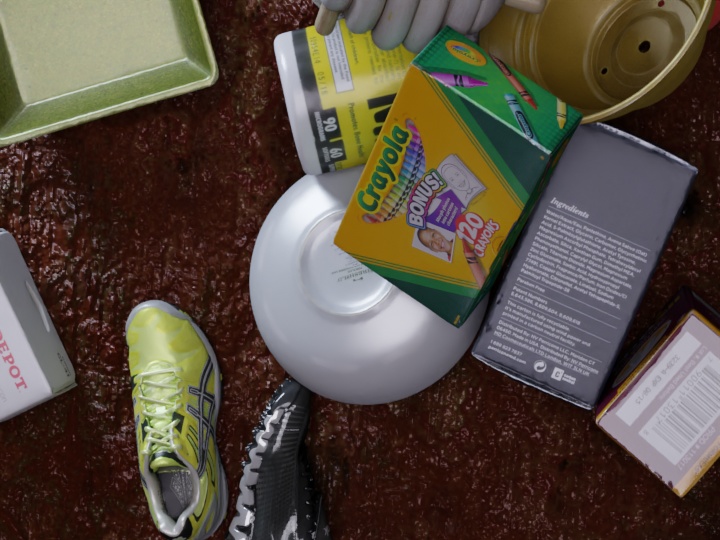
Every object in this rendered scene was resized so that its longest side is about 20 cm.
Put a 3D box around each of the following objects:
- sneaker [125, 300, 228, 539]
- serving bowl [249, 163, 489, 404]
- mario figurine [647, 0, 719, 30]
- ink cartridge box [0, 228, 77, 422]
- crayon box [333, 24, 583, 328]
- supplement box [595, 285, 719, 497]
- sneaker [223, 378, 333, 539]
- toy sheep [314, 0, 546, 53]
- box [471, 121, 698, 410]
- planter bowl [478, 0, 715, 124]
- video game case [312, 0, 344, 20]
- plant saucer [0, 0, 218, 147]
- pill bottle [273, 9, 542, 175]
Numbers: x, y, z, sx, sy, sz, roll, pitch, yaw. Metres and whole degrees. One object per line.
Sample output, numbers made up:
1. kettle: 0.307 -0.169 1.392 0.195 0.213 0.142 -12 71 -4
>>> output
1. sneaker: -0.148 0.123 1.696 0.075 0.076 0.202 -12 93 9
2. serving bowl: 0.000 0.000 1.642 0.198 0.066 0.202 -4 76 16
3. mario figurine: 0.205 -0.259 1.634 0.200 0.106 0.124 46 133 11
4. ink cartridge box: -0.355 0.073 1.712 0.199 0.086 0.149 -26 92 10
5. crayon box: 0.067 -0.065 1.514 0.118 0.058 0.201 34 137 9
6. supplement box: 0.244 0.086 1.584 0.086 0.200 0.111 41 98 2
7. sneaker: -0.058 0.187 1.700 0.090 0.066 0.202 18 101 2
8. toy sheep: 0.037 -0.217 1.509 0.198 0.138 0.139 10 97 -9
9. box: 0.172 -0.012 1.610 0.104 0.148 0.201 24 98 4
10. planter bowl: 0.190 -0.179 1.528 0.199 0.083 0.202 -20 56 32
11. video game case: 0.014 -0.265 1.574 0.181 0.200 0.024 -18 53 26
12. plant saucer: -0.228 -0.221 1.688 0.198 0.048 0.202 -15 93 8
13. pill bottle: 0.040 -0.150 1.626 0.198 0.114 0.115 -14 94 1
